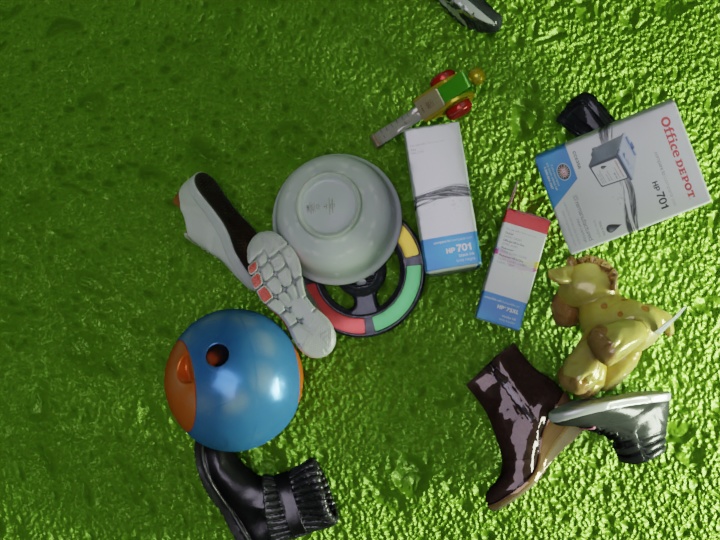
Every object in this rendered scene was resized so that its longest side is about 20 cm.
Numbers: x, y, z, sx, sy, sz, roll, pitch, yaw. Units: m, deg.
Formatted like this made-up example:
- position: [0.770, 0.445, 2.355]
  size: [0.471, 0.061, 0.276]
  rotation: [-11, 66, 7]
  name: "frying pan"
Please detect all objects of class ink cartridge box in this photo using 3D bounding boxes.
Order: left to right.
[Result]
- position: [0.119, -0.098, 1.338]
  size: [0.085, 0.146, 0.203]
  rotation: [-8, 87, 6]
  name: "ink cartridge box"
- position: [0.224, -0.019, 1.340]
  size: [0.066, 0.116, 0.203]
  rotation: [17, 90, 7]
  name: "ink cartridge box"
- position: [0.361, -0.129, 1.283]
  size: [0.198, 0.086, 0.148]
  rotation: [-22, 93, 19]
  name: "ink cartridge box"

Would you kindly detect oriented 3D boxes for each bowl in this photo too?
- position: [-0.040, -0.086, 1.352]
  size: [0.198, 0.090, 0.204]
  rotation: [-1, 79, 7]
  name: "bowl"

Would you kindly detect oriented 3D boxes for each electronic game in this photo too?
- position: [0.000, 0.000, 1.399]
  size: [0.197, 0.042, 0.203]
  rotation: [0, 88, 5]
  name: "electronic game"

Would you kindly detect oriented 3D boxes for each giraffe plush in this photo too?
- position: [0.335, 0.061, 1.320]
  size: [0.200, 0.172, 0.163]
  rotation: [-44, 63, 13]
  name: "giraffe plush"

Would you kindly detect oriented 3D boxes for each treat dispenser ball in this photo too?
- position: [-0.181, 0.156, 1.330]
  size: [0.198, 0.201, 0.204]
  rotation: [0, 88, 5]
  name: "treat dispenser ball"

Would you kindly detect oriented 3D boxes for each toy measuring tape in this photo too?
- position: [0.107, -0.244, 1.399]
  size: [0.199, 0.073, 0.074]
  rotation: [-31, 84, 26]
  name: "toy measuring tape"

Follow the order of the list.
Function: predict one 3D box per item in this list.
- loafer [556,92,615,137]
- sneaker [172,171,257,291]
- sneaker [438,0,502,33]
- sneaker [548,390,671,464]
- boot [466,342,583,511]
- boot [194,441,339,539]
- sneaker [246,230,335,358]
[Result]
- position: [0.370, -0.170, 1.362]
  size: [0.070, 0.068, 0.201]
  rotation: [-41, 89, 24]
  name: "loafer"
- position: [-0.214, -0.048, 1.419]
  size: [0.084, 0.073, 0.201]
  rotation: [-32, 91, 34]
  name: "sneaker"
- position: [0.143, -0.439, 1.386]
  size: [0.200, 0.074, 0.085]
  rotation: [41, 91, 6]
  name: "sneaker"
- position: [0.360, 0.230, 1.315]
  size: [0.197, 0.071, 0.101]
  rotation: [-3, 88, -21]
  name: "sneaker"
- position: [0.212, 0.229, 1.358]
  size: [0.166, 0.072, 0.200]
  rotation: [45, 86, 7]
  name: "boot"
- position: [-0.138, 0.310, 1.378]
  size: [0.156, 0.079, 0.213]
  rotation: [-28, 96, 11]
  name: "boot"
- position: [-0.107, 0.038, 1.358]
  size: [0.076, 0.082, 0.202]
  rotation: [-27, 91, -6]
  name: "sneaker"
